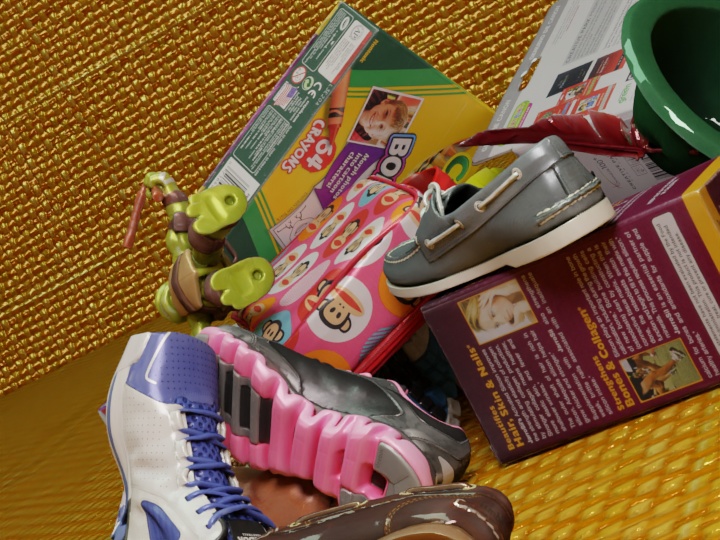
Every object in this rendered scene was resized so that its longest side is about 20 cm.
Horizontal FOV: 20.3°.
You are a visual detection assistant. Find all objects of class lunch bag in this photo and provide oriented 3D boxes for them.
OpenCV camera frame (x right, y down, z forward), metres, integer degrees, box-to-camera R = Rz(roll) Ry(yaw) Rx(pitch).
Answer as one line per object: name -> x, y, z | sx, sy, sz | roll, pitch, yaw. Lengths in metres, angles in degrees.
lunch bag -> 0.000, 0.000, 1.376 | 0.176, 0.082, 0.200 | -47, 13, -1

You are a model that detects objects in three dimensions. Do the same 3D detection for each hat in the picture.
hat -> 0.202, -0.068, 1.299 | 0.166, 0.200, 0.176 | 1, -42, -29

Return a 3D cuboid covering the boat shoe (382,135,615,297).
boat shoe -> 0.071, -0.032, 1.188 | 0.073, 0.062, 0.200 | -33, 8, -32

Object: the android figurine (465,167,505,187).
android figurine -> 0.078, -0.002, 1.567 | 0.200, 0.041, 0.182 | -44, -28, -7

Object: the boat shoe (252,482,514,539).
boat shoe -> -0.013, 0.157, 1.015 | 0.200, 0.070, 0.070 | -16, 18, 26

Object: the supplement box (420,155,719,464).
supplement box -> 0.152, 0.023, 1.188 | 0.200, 0.110, 0.086 | -24, 7, 33

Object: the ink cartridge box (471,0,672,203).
ink cartridge box -> 0.198, -0.135, 1.482 | 0.176, 0.084, 0.200 | -16, 34, 43

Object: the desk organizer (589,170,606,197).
desk organizer -> 0.177, -0.018, 1.278 | 0.200, 0.077, 0.072 | -5, 39, 38

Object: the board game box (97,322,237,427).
board game box -> -0.100, 0.105, 1.687 | 0.200, 0.105, 0.103 | -28, 6, 13

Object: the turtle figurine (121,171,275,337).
turtle figurine -> -0.105, 0.015, 1.350 | 0.064, 0.200, 0.161 | -1, -15, -22

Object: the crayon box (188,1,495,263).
crayon box -> -0.009, -0.073, 1.495 | 0.200, 0.173, 0.058 | -53, 46, 7

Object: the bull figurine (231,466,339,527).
bull figurine -> -0.090, 0.156, 1.309 | 0.200, 0.065, 0.121 | -18, 43, 25

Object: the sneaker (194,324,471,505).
sneaker -> -0.017, 0.088, 1.248 | 0.095, 0.200, 0.079 | -26, -42, -46

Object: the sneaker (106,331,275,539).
sneaker -> -0.092, 0.138, 1.186 | 0.115, 0.199, 0.081 | -6, -18, 41

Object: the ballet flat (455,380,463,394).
ballet flat -> 0.068, 0.070, 1.478 | 0.200, 0.068, 0.072 | -22, 25, 18

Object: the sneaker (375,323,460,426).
sneaker -> 0.021, 0.081, 1.402 | 0.087, 0.075, 0.200 | -32, 19, 28

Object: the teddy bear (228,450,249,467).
teddy bear -> -0.103, 0.153, 1.476 | 0.145, 0.067, 0.200 | -36, 9, -39
